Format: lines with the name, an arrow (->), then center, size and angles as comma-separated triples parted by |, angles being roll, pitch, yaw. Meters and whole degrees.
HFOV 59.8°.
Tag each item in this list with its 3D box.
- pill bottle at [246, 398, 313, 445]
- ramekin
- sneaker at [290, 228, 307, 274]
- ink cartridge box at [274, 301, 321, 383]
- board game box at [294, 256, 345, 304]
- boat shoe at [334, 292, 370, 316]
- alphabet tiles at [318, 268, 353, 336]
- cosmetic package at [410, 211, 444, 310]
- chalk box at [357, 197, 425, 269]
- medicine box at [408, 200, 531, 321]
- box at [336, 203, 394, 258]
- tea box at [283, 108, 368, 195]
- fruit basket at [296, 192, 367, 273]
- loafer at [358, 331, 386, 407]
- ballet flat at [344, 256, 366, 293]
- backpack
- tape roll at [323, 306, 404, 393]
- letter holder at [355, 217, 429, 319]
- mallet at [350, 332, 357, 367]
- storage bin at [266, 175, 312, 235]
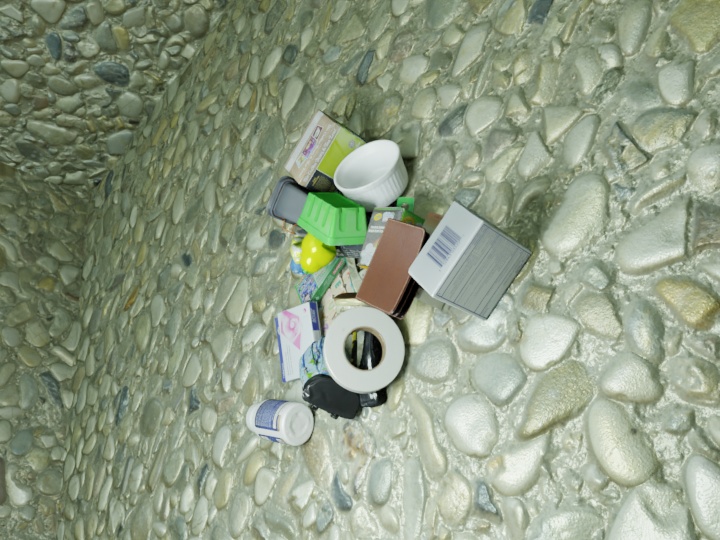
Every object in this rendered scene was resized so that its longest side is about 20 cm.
pill bottle -> -0.227, 0.413, 1.721 | 0.198, 0.110, 0.113 | -6, 67, 47
ramekin -> 0.034, -0.252, 1.703 | 0.197, 0.098, 0.203 | -20, 40, 17
sneaker -> -0.177, -0.053, 1.882 | 0.200, 0.074, 0.107 | -64, -11, -67
ink cartridge box -> -0.187, 0.210, 1.792 | 0.198, 0.043, 0.201 | -22, 72, 40
board game box -> -0.118, 0.007, 1.839 | 0.202, 0.029, 0.135 | -55, 30, 16
boat shoe -> 0.027, 0.095, 1.597 | 0.196, 0.073, 0.064 | 3, 106, 28
alphabet tiles -> -0.069, 0.090, 1.771 | 0.196, 0.014, 0.202 | -45, 43, 25
cosmetic package -> 0.176, -0.024, 1.486 | 0.103, 0.086, 0.204 | 24, 91, 50
chalk box -> 0.096, -0.084, 1.581 | 0.123, 0.123, 0.204 | 8, 77, 51
medicine box -> 0.233, -0.017, 1.328 | 0.184, 0.198, 0.103 | -57, 43, 11
box -> -0.008, -0.112, 1.728 | 0.198, 0.044, 0.162 | 7, 59, 46
tea box -> -0.083, -0.326, 1.843 | 0.202, 0.195, 0.134 | -56, 41, 11
fruit basket -> -0.083, -0.089, 1.656 | 0.214, 0.153, 0.221 | 12, 104, 58
loafer -> 0.021, 0.237, 1.553 | 0.069, 0.068, 0.205 | -17, 63, 33
ballet flat -> 0.000, 0.000, 1.696 | 0.062, 0.067, 0.202 | -37, 48, 21
backpack -> -0.084, 0.264, 1.604 | 0.156, 0.161, 0.200 | -61, 22, 2
tape roll -> 0.007, 0.189, 1.501 | 0.037, 0.198, 0.207 | 112, 166, -70
letter holder -> 0.099, 0.003, 1.412 | 0.141, 0.100, 0.204 | 21, 87, 51
mallet -> -0.009, 0.171, 1.593 | 0.066, 0.041, 0.201 | -52, 19, 19
storage bin -> -0.154, -0.165, 1.812 | 0.133, 0.199, 0.148 | 30, 96, 36
